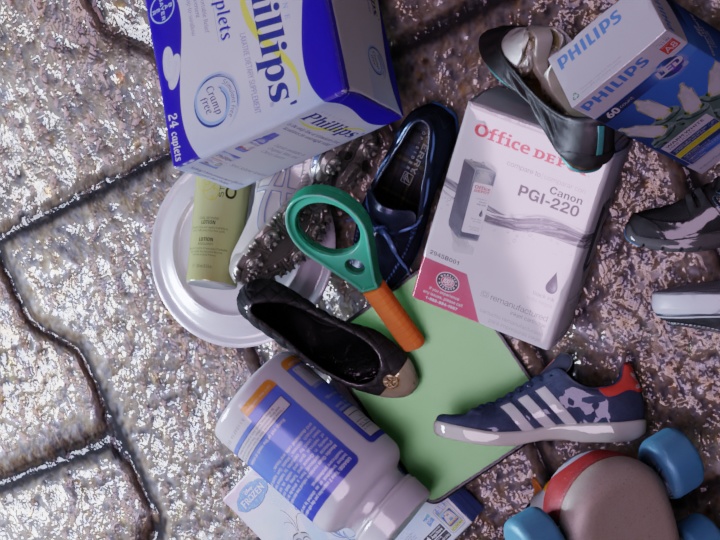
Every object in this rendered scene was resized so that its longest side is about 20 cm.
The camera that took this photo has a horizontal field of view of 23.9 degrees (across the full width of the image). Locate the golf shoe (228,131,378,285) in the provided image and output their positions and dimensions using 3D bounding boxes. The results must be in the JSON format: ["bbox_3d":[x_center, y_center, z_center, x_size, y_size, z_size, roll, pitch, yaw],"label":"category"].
[{"bbox_3d":[-0.071,-0.077,1.643,0.097,0.078,0.200,38,91,35],"label":"golf shoe"}]

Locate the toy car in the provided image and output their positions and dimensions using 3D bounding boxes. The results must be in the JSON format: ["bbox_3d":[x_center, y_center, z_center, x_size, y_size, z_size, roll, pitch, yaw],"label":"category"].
[{"bbox_3d":[0.201,0.233,1.574,0.200,0.184,0.178,22,136,63],"label":"toy car"}]

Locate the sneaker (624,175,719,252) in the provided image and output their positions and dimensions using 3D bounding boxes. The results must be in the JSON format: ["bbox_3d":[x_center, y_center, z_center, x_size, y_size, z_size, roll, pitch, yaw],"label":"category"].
[{"bbox_3d":[0.327,-0.064,1.488,0.199,0.073,0.082,-10,97,16],"label":"sneaker"}]

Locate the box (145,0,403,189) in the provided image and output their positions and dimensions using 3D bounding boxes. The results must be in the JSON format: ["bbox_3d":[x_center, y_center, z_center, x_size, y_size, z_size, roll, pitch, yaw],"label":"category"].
[{"bbox_3d":[-0.082,-0.199,1.573,0.199,0.105,0.185,-21,70,27],"label":"box"}]

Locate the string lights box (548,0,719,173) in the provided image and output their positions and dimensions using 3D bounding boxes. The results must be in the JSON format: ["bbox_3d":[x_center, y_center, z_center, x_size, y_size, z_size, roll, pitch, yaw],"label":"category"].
[{"bbox_3d":[0.260,-0.157,1.416,0.103,0.200,0.059,-40,53,28],"label":"string lights box"}]

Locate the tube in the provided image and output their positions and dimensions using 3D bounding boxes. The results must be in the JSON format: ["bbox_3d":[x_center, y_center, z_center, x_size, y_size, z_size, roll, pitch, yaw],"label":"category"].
[{"bbox_3d":[-0.136,-0.083,1.667,0.058,0.052,0.201,10,81,-19],"label":"tube"}]

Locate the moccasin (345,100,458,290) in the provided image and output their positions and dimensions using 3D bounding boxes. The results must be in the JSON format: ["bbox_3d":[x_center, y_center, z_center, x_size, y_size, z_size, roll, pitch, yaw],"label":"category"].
[{"bbox_3d":[0.027,-0.067,1.612,0.080,0.068,0.201,22,109,16],"label":"moccasin"}]

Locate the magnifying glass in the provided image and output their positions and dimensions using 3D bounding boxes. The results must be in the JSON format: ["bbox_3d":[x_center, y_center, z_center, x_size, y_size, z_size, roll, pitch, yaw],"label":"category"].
[{"bbox_3d":[0.000,0.000,1.602,0.079,0.022,0.200,-17,124,33],"label":"magnifying glass"}]

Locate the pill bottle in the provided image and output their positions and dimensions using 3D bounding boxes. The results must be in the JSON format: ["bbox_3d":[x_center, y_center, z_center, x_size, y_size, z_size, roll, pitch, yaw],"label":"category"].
[{"bbox_3d":[-0.033,0.181,1.643,0.200,0.112,0.112,41,117,10],"label":"pill bottle"}]

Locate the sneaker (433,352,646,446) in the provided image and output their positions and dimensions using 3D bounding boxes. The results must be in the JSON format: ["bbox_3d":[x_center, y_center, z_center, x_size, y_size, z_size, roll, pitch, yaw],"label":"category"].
[{"bbox_3d":[0.167,0.121,1.601,0.199,0.075,0.085,-3,87,7],"label":"sneaker"}]

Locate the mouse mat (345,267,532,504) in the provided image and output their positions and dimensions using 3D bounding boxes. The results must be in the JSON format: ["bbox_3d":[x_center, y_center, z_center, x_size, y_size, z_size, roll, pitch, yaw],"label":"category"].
[{"bbox_3d":[0.075,0.107,1.657,0.161,0.008,0.200,-35,85,13],"label":"mouse mat"}]

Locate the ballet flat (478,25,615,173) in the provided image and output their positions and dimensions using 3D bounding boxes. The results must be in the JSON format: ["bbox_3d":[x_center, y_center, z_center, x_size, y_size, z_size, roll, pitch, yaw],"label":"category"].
[{"bbox_3d":[0.168,-0.171,1.485,0.200,0.068,0.069,57,153,37],"label":"ballet flat"}]

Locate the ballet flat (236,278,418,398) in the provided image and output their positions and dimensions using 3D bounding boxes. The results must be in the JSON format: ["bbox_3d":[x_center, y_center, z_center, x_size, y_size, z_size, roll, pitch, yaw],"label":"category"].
[{"bbox_3d":[-0.033,0.073,1.625,0.199,0.057,0.067,29,109,-14],"label":"ballet flat"}]

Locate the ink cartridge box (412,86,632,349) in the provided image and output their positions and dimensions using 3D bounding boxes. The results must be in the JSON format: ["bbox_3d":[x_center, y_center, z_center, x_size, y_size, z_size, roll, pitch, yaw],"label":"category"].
[{"bbox_3d":[0.147,-0.049,1.559,0.145,0.085,0.201,21,110,14],"label":"ink cartridge box"}]

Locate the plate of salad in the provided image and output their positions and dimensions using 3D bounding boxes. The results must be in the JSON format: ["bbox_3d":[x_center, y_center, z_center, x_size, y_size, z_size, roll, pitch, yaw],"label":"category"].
[{"bbox_3d":[-0.116,-0.022,1.702,0.199,0.048,0.201,-2,83,18],"label":"plate of salad"}]

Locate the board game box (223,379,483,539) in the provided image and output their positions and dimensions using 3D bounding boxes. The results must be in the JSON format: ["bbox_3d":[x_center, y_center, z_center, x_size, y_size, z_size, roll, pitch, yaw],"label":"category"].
[{"bbox_3d":[-0.010,0.238,1.735,0.199,0.043,0.200,45,117,6],"label":"board game box"}]

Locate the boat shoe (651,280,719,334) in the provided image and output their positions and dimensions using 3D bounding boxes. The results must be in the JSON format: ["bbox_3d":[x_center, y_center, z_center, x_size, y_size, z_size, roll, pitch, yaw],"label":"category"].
[{"bbox_3d":[0.356,0.049,1.500,0.199,0.072,0.071,3,101,21],"label":"boat shoe"}]
